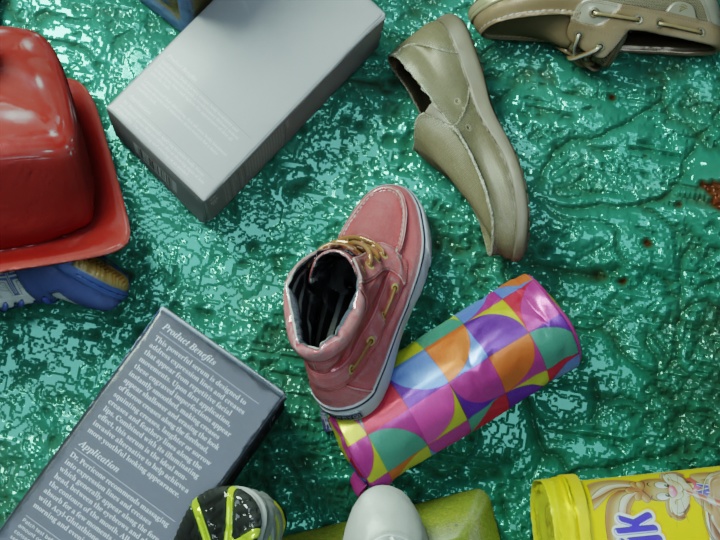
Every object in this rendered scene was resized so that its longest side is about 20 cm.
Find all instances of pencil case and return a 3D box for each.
[{"bbox_3d":[0.065,0.084,1.128,0.199,0.088,0.089,-31,84,-5],"label":"pencil case"}]

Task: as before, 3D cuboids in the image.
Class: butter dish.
[{"bbox_3d":[-0.272,-0.105,1.063,0.199,0.148,0.200,-9,48,-17],"label":"butter dish"}]

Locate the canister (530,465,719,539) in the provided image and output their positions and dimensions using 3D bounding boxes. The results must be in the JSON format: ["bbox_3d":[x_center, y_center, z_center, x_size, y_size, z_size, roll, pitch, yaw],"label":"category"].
[{"bbox_3d":[0.234,0.215,1.113,0.199,0.087,0.150,-6,82,-5],"label":"canister"}]

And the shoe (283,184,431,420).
[{"bbox_3d":[0.000,0.000,1.097,0.071,0.091,0.201,2,55,20],"label":"shoe"}]

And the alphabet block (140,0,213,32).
[{"bbox_3d":[-0.134,-0.323,1.121,0.195,0.196,0.200,38,81,1],"label":"alphabet block"}]

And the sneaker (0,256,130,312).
[{"bbox_3d":[-0.269,0.007,1.133,0.199,0.075,0.089,17,89,9],"label":"sneaker"}]

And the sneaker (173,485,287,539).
[{"bbox_3d":[-0.101,0.235,1.000,0.075,0.076,0.201,33,99,27],"label":"sneaker"}]

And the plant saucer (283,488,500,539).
[{"bbox_3d":[0.024,0.278,1.112,0.198,0.048,0.201,-13,83,-5],"label":"plant saucer"}]

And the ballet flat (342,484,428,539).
[{"bbox_3d":[0.018,0.250,1.058,0.069,0.069,0.201,7,81,-2],"label":"ballet flat"}]

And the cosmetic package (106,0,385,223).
[{"bbox_3d":[-0.084,-0.147,1.153,0.107,0.090,0.200,45,79,4],"label":"cosmetic package"}]

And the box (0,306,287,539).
[{"bbox_3d":[-0.149,0.142,1.073,0.107,0.148,0.200,35,81,2],"label":"box"}]

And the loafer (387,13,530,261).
[{"bbox_3d":[0.074,-0.095,1.161,0.067,0.076,0.201,-17,73,-4],"label":"loafer"}]

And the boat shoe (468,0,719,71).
[{"bbox_3d":[0.183,-0.190,1.178,0.199,0.071,0.065,-5,81,-5],"label":"boat shoe"}]
